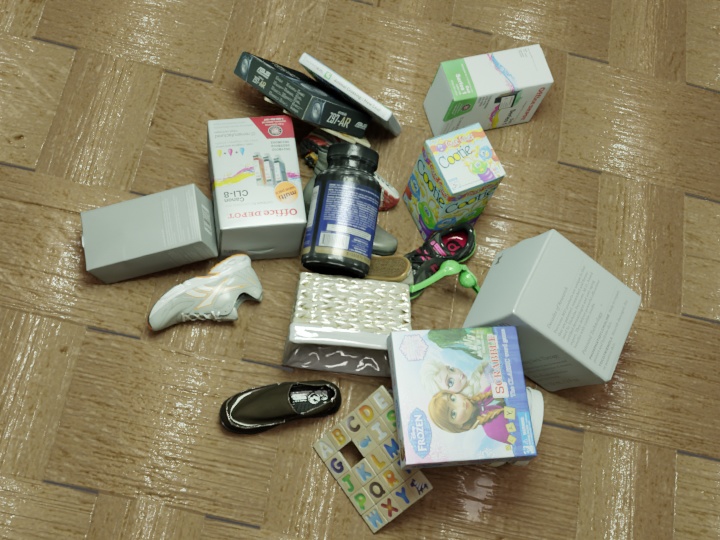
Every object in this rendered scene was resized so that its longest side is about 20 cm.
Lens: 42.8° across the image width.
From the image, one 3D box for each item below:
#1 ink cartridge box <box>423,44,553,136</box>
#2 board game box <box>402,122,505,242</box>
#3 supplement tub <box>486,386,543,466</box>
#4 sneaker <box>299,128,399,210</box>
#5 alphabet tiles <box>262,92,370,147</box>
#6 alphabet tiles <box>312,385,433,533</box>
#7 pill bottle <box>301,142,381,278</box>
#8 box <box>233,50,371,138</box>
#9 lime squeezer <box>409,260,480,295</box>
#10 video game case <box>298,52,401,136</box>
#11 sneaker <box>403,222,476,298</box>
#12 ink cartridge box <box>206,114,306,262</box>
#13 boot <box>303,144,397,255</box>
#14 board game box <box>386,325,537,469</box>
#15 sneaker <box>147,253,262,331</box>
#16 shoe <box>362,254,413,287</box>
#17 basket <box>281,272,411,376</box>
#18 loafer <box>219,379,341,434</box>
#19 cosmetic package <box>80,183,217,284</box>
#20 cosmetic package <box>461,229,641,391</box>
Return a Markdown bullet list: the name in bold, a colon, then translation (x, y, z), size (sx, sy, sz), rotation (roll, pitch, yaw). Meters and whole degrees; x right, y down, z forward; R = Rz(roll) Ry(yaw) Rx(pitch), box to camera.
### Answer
- **ink cartridge box**: translation (0.231, -0.324, 1.676), size (0.198, 0.145, 0.085), rotation (-13, 72, -15)
- **board game box**: translation (0.155, -0.144, 1.562), size (0.104, 0.200, 0.104), rotation (-20, 73, -16)
- **supplement tub**: translation (0.174, 0.225, 1.449), size (0.198, 0.145, 0.146), rotation (14, 67, -3)
- **sneaker**: translation (-0.007, -0.187, 1.621), size (0.200, 0.078, 0.082), rotation (41, 55, 1)
- **alphabet tiles**: translation (-0.077, -0.266, 1.597), size (0.199, 0.167, 0.006), rotation (22, 106, -16)
- **alphabet tiles**: translation (0.038, 0.281, 1.404), size (0.168, 0.200, 0.008), rotation (53, 26, 13)
- **pill bottle**: translation (-0.026, -0.095, 1.471), size (0.111, 0.112, 0.202), rotation (11, 79, -5)
- **box**: translation (-0.100, -0.302, 1.578), size (0.200, 0.160, 0.044), rotation (38, 108, 35)
- **lime squeezer**: translation (0.166, 0.023, 1.534), size (0.199, 0.038, 0.071), rotation (18, 65, -37)
- **video game case**: translation (-0.013, -0.305, 1.608), size (0.181, 0.200, 0.022), rotation (35, 95, 5)
- **sneaker**: translation (0.115, -0.023, 1.568), size (0.199, 0.084, 0.077), rotation (-36, 69, -20)
- **ink cartridge box**: translation (-0.176, -0.133, 1.535), size (0.144, 0.145, 0.202), rotation (-6, 70, -12)
- **boot**: translation (-0.006, -0.121, 1.561), size (0.199, 0.131, 0.068), rotation (30, 24, 4)
- **board game box**: translation (0.147, 0.185, 1.359), size (0.198, 0.041, 0.202), rotation (-3, 68, -10)
- **sneaker**: translation (-0.247, 0.054, 1.490), size (0.199, 0.076, 0.092), rotation (-31, 80, -18)
- **shoe**: translation (0.000, 0.000, 1.534), size (0.199, 0.053, 0.070), rotation (12, 64, 31)
- **basket**: translation (-0.021, 0.087, 1.478), size (0.198, 0.136, 0.124), rotation (6, 65, -8)
- **loafer**: translation (-0.125, 0.204, 1.448), size (0.198, 0.071, 0.074), rotation (-12, 71, -14)
- **cosmetic package**: translation (-0.341, -0.057, 1.482), size (0.198, 0.090, 0.108), rotation (-13, 71, 9)
- **cosmetic package**: translation (0.310, 0.070, 1.496), size (0.199, 0.167, 0.167), rotation (35, 67, -13)
